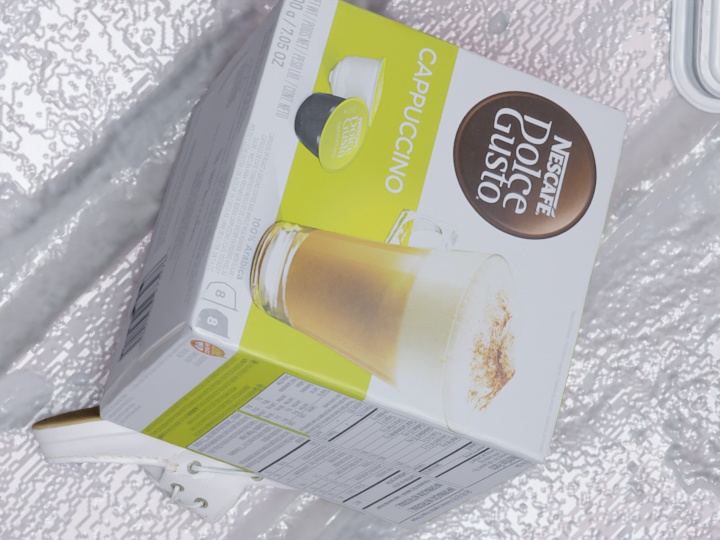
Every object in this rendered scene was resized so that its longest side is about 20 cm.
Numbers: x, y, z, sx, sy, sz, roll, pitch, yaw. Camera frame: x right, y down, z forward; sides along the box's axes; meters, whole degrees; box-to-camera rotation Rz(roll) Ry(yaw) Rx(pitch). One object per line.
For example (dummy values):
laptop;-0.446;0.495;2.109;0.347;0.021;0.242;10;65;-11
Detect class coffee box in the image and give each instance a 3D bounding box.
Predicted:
coffee box;0.000;0.000;1.363;0.198;0.200;0.200;21;69;-13

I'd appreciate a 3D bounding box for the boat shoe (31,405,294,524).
boat shoe;-0.085;0.110;1.454;0.200;0.071;0.069;1;94;-12

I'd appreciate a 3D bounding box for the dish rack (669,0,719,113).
dish rack;0.270;-0.189;1.504;0.171;0.044;0.200;0;97;-12
